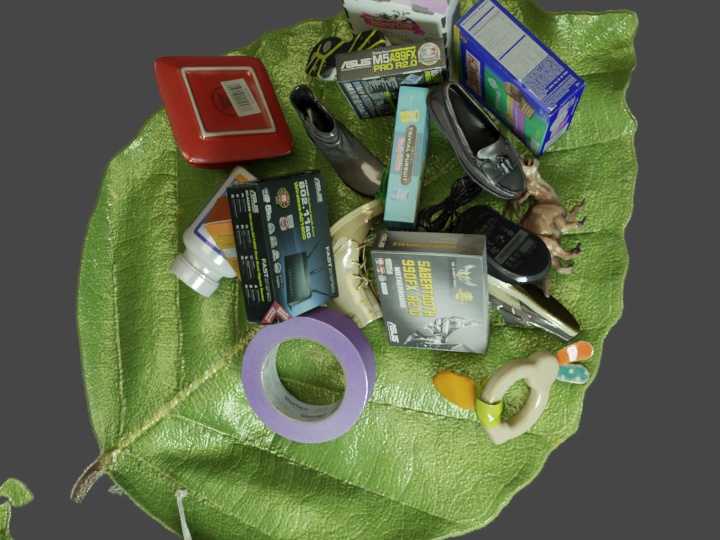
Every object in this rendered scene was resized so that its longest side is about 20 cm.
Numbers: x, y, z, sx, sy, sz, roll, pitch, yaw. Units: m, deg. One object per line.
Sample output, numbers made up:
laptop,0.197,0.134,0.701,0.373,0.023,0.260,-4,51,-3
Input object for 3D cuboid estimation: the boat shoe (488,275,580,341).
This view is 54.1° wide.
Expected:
boat shoe,0.236,0.051,1.077,0.200,0.072,0.066,33,115,4

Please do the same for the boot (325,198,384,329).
boot,0.000,0.000,1.093,0.200,0.073,0.156,-43,76,31

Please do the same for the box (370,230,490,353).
box,0.107,0.035,1.033,0.157,0.201,0.049,4,44,16

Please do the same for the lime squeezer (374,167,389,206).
lime squeezer,0.007,-0.094,1.132,0.200,0.070,0.038,-42,77,39

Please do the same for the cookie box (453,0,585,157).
cookie box,0.233,-0.291,1.073,0.075,0.171,0.200,-41,76,-2

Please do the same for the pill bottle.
pill bottle,-0.217,-0.060,1.149,0.112,0.112,0.201,38,90,13

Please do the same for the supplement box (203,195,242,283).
supplement box,-0.158,-0.020,1.079,0.068,0.201,0.067,-7,42,25

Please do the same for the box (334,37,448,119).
box,0.057,-0.289,1.088,0.158,0.200,0.045,-6,86,10

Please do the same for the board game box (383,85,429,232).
board game box,0.075,-0.158,1.090,0.046,0.151,0.202,6,83,7

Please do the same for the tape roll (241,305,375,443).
tape roll,-0.079,0.158,1.080,0.198,0.066,0.202,3,103,12

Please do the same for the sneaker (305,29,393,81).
sneaker,-0.015,-0.336,1.154,0.199,0.076,0.076,14,83,47

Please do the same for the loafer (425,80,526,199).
loafer,0.170,-0.185,1.008,0.072,0.063,0.200,-42,97,-11

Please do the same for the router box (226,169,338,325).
router box,-0.108,-0.037,1.023,0.062,0.149,0.202,0,104,33

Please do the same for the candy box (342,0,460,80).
candy box,0.068,-0.391,1.101,0.166,0.200,0.072,20,82,13

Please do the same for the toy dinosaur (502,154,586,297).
toy dinosaur,0.269,-0.063,1.078,0.134,0.086,0.202,10,88,11

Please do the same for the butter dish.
butter dish,-0.238,-0.239,1.170,0.198,0.148,0.202,-12,70,-32

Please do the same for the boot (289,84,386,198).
boot,-0.034,-0.200,1.126,0.200,0.132,0.070,41,89,13

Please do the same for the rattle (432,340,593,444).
rattle,0.235,0.157,1.077,0.200,0.143,0.131,-42,109,-13

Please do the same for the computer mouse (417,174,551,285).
computer mouse,0.194,-0.047,1.047,0.138,0.053,0.200,-39,66,-22

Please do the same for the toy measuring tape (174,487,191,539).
toy measuring tape,-0.240,0.437,1.100,0.073,0.074,0.202,-14,80,8
